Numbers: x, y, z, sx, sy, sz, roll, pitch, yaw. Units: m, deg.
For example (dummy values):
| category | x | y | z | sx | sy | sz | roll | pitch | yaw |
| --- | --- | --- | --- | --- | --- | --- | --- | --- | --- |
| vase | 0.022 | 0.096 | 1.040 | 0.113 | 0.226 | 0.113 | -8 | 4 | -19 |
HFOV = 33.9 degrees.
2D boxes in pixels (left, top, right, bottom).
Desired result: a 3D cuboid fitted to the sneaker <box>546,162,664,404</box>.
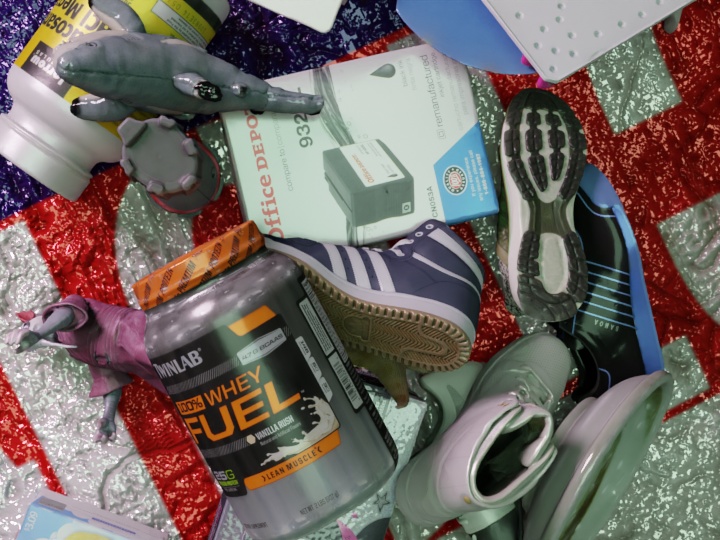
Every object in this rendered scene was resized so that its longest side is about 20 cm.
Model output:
| category | x | y | z | sx | sy | sz | roll | pitch | yaw |
| --- | --- | --- | --- | --- | --- | --- | --- | --- | --- |
| sneaker | 0.190 | 0.015 | 0.983 | 0.078 | 0.070 | 0.201 | -17 | 92 | -9 |

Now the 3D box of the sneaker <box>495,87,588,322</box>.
| category | x | y | z | sx | sy | sz | roll | pitch | yaw |
| --- | --- | --- | --- | --- | --- | --- | --- | --- | --- |
| sneaker | 0.134 | -0.051 | 0.970 | 0.077 | 0.089 | 0.201 | 8 | 75 | -18 |

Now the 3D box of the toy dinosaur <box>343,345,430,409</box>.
| category | x | y | z | sx | sy | sz | roll | pitch | yaw |
| --- | --- | --- | --- | --- | --- | --- | --- | --- | --- |
| toy dinosaur | 0.023 | 0.062 | 0.937 | 0.101 | 0.200 | 0.058 | -5 | 124 | -22 |

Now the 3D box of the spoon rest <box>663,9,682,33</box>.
| category | x | y | z | sx | sy | sz | roll | pitch | yaw |
| --- | --- | --- | --- | --- | --- | --- | --- | --- | --- |
| spoon rest | 0.182 | -0.252 | 0.983 | 0.199 | 0.061 | 0.100 | 16 | 89 | -6 |

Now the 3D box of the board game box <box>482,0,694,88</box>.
| category | x | y | z | sx | sy | sz | roll | pitch | yaw |
| --- | --- | --- | --- | --- | --- | --- | --- | --- | --- |
| board game box | 0.162 | -0.261 | 0.924 | 0.200 | 0.026 | 0.200 | -32 | 77 | -18 |

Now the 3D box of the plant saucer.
| category | x | y | z | sx | sy | sz | roll | pitch | yaw |
| --- | --- | --- | --- | --- | --- | --- | --- | --- | --- |
| plant saucer | 0.177 | 0.158 | 0.938 | 0.050 | 0.200 | 0.201 | 31 | 88 | 23 |

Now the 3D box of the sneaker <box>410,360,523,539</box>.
| category | x | y | z | sx | sy | sz | roll | pitch | yaw |
| --- | --- | --- | --- | --- | --- | --- | --- | --- | --- |
| sneaker | 0.087 | 0.175 | 0.978 | 0.088 | 0.074 | 0.201 | -6 | 80 | -3 |

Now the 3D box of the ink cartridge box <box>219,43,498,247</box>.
| category | x | y | z | sx | sy | sz | roll | pitch | yaw |
| --- | --- | --- | --- | --- | --- | --- | --- | --- | --- |
| ink cartridge box | -0.005 | -0.092 | 0.956 | 0.199 | 0.084 | 0.146 | -13 | 92 | -5 |

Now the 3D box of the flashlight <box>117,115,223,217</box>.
| category | x | y | z | sx | sy | sz | roll | pitch | yaw |
| --- | --- | --- | --- | --- | --- | --- | --- | --- | --- |
| flashlight | -0.138 | -0.074 | 0.887 | 0.067 | 0.200 | 0.068 | -6 | 93 | -6 |

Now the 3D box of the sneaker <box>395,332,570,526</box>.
| category | x | y | z | sx | sy | sz | roll | pitch | yaw |
| --- | --- | --- | --- | --- | --- | --- | --- | --- | --- |
| sneaker | 0.122 | 0.113 | 0.888 | 0.074 | 0.115 | 0.200 | 49 | 59 | -8 |

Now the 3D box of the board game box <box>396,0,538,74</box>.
| category | x | y | z | sx | sy | sz | roll | pitch | yaw |
| --- | --- | --- | --- | --- | --- | --- | --- | --- | --- |
| board game box | 0.107 | -0.237 | 0.945 | 0.157 | 0.039 | 0.201 | 7 | 69 | -5 |

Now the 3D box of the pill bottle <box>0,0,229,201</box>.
| category | x | y | z | sx | sy | sz | roll | pitch | yaw |
| --- | --- | --- | --- | --- | --- | --- | --- | --- | --- |
| pill bottle | -0.201 | -0.159 | 0.924 | 0.112 | 0.112 | 0.200 | 35 | 88 | -5 |

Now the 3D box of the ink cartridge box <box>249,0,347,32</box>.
| category | x | y | z | sx | sy | sz | roll | pitch | yaw |
| --- | --- | --- | --- | --- | --- | --- | --- | --- | --- |
| ink cartridge box | -0.040 | -0.298 | 0.959 | 0.116 | 0.067 | 0.201 | 23 | 87 | -5 |

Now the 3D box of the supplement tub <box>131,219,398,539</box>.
| category | x | y | z | sx | sy | sz | roll | pitch | yaw |
| --- | --- | --- | --- | --- | --- | --- | --- | --- | --- |
| supplement tub | -0.068 | 0.075 | 0.816 | 0.122 | 0.123 | 0.201 | -29 | 96 | -4 |

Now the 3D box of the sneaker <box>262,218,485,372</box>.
| category | x | y | z | sx | sy | sz | roll | pitch | yaw |
| --- | --- | --- | --- | --- | --- | --- | --- | --- | --- |
| sneaker | 0.000 | 0.000 | 0.900 | 0.199 | 0.109 | 0.070 | 20 | 133 | 6 |

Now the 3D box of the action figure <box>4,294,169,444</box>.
| category | x | y | z | sx | sy | sz | roll | pitch | yaw |
| --- | --- | --- | --- | --- | --- | --- | --- | --- | --- |
| action figure | -0.186 | 0.048 | 0.934 | 0.199 | 0.134 | 0.149 | 13 | 55 | 19 |

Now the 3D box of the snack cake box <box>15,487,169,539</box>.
| category | x | y | z | sx | sy | sz | roll | pitch | yaw |
| --- | --- | --- | --- | --- | --- | --- | --- | --- | --- |
| snack cake box | -0.243 | 0.292 | 0.951 | 0.115 | 0.067 | 0.201 | 21 | 89 | -6 |

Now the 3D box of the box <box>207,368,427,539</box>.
| category | x | y | z | sx | sy | sz | roll | pitch | yaw |
| --- | --- | --- | --- | --- | --- | --- | --- | --- | --- |
| box | -0.040 | 0.175 | 0.942 | 0.132 | 0.115 | 0.201 | 18 | 90 | -5 |

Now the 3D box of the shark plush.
| category | x | y | z | sx | sy | sz | roll | pitch | yaw |
| --- | --- | --- | --- | --- | --- | --- | --- | --- | --- |
| shark plush | -0.126 | -0.126 | 0.855 | 0.199 | 0.083 | 0.091 | 21 | 94 | -26 |
